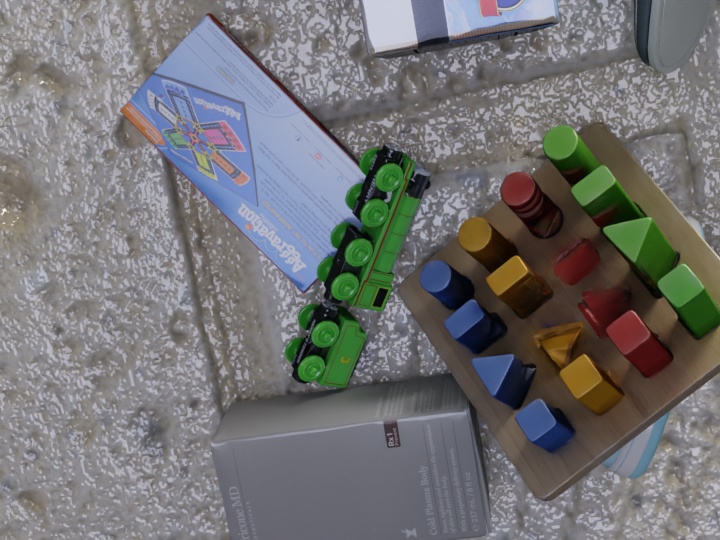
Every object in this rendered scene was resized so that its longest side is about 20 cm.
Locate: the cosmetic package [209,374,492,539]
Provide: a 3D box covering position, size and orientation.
[{"bbox_3d":[-0.006,0.150,0.950,0.199,0.090,0.108,-11,105,7],"label":"cosmetic package"}]

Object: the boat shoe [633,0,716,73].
[{"bbox_3d":[0.216,-0.243,0.881,0.062,0.073,0.201,20,113,45],"label":"boat shoe"}]

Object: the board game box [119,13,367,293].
[{"bbox_3d":[-0.079,-0.089,0.954,0.200,0.019,0.103,45,100,-2],"label":"board game box"}]

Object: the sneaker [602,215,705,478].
[{"bbox_3d":[0.172,0.047,0.917,0.130,0.080,0.201,15,100,3],"label":"sneaker"}]

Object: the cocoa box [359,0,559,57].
[{"bbox_3d":[0.058,-0.254,0.850,0.130,0.133,0.201,-8,99,7],"label":"cocoa box"}]

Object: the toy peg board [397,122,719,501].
[{"bbox_3d":[0.136,0.014,0.856,0.199,0.098,0.200,-39,60,10],"label":"toy peg board"}]

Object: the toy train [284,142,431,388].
[{"bbox_3d":[0.000,0.000,0.937,0.056,0.042,0.201,12,110,-31],"label":"toy train"}]
